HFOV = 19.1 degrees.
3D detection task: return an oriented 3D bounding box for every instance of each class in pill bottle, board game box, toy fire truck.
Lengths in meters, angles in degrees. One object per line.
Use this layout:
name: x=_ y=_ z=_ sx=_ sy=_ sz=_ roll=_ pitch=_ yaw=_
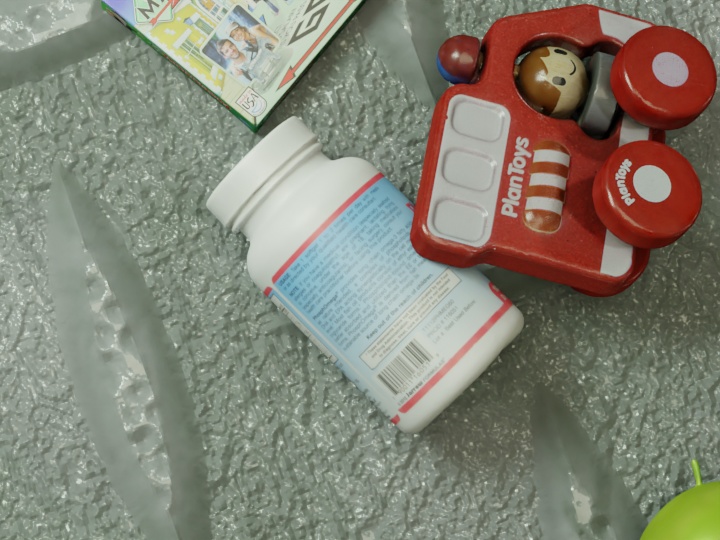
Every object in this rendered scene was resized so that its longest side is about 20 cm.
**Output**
pill bottle: x=0.000 y=0.000 z=1.365 sx=0.109 sy=0.109 sz=0.200 roll=-44 pitch=88 yaw=-7
board game box: x=-0.058 y=-0.210 z=1.425 sx=0.135 sy=0.029 sz=0.200 roll=39 pitch=83 yaw=0
toy fire truck: x=0.124 y=-0.084 z=1.357 sx=0.168 sy=0.112 sz=0.200 roll=15 pitch=66 yaw=-10

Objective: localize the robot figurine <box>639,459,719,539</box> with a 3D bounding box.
robot figurine: x=0.256 y=0.217 z=1.352 sx=0.200 sy=0.116 sz=0.175 roll=45 pitch=88 yaw=2
